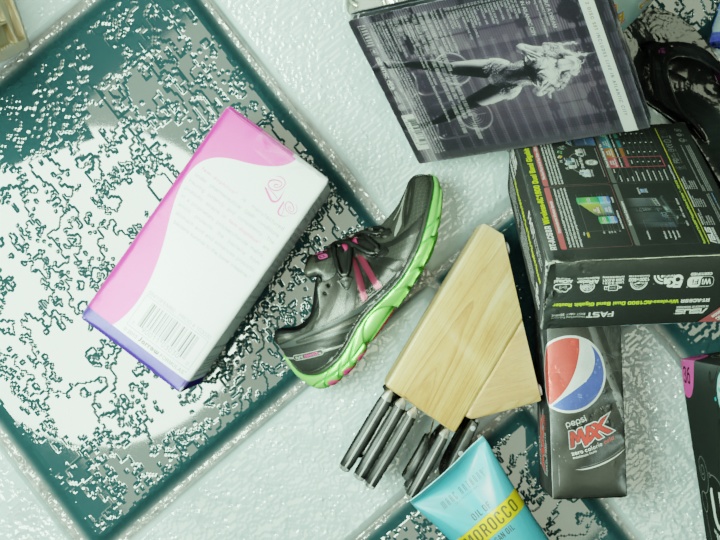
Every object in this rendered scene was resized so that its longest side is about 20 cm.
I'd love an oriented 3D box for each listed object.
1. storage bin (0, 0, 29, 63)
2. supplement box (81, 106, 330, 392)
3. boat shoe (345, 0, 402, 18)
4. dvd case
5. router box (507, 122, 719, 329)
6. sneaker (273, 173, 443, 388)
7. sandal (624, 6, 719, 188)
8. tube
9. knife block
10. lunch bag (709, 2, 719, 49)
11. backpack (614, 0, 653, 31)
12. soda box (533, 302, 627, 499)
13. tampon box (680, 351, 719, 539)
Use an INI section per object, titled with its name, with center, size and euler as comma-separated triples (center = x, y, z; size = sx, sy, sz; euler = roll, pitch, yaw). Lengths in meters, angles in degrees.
[storage bin]
center = -0.379, -0.178, 0.929
size = 0.197, 0.199, 0.095
euler = -19, 106, -1
[supplement box]
center = -0.119, -0.016, 0.970
size = 0.101, 0.103, 0.201
euler = 36, 90, 1
[boat shoe]
center = 0.020, -0.217, 0.996
size = 0.065, 0.072, 0.203
euler = -26, 96, -3
[dvd case]
center = 0.106, -0.153, 0.913
size = 0.197, 0.150, 0.016
euler = -6, 44, 29
[router box]
center = 0.198, -0.039, 0.927
size = 0.147, 0.201, 0.063
euler = -2, 125, 0
[sneaker]
center = 0.000, 0.000, 0.984
size = 0.083, 0.077, 0.201
euler = 35, 87, -3
[sandal]
center = 0.286, -0.145, 1.004
size = 0.075, 0.048, 0.201
euler = -42, 90, -1
[tube]
center = 0.127, 0.233, 0.970
size = 0.077, 0.050, 0.201
euler = -40, 102, -8
[knife block]
center = 0.053, 0.078, 0.988
size = 0.172, 0.064, 0.204
euler = -13, 89, -1
[lunch bag]
center = 0.401, -0.242, 0.973
size = 0.198, 0.127, 0.173
euler = 19, 88, 29
[backpack]
center = 0.133, -0.247, 0.946
size = 0.199, 0.176, 0.154
euler = 38, 105, 0
[soda box]
center = 0.178, 0.081, 0.985
size = 0.062, 0.071, 0.204
euler = -2, 88, 0
[tampon box]
center = 0.344, 0.162, 0.945
size = 0.124, 0.150, 0.204
euler = -9, 88, -1
